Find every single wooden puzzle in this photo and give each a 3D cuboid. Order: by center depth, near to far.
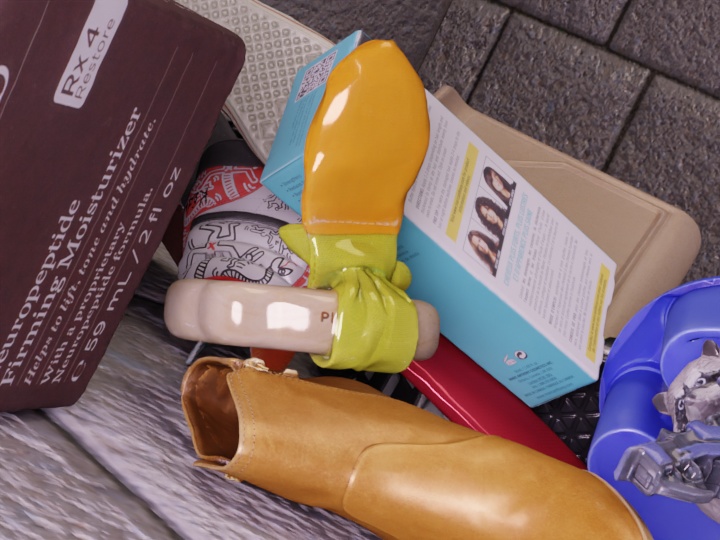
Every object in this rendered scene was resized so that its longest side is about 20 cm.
[{"bbox_3d":[0.099,-0.023,1.110,0.199,0.037,0.185,31,38,10],"label":"wooden puzzle"}]

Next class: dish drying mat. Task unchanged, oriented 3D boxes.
[{"bbox_3d":[0.085,0.094,0.909,0.200,0.018,0.077,45,17,3],"label":"dish drying mat"}]

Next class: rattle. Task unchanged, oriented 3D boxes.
[{"bbox_3d":[-0.032,-0.018,0.843,0.129,0.144,0.200,-11,2,-4],"label":"rattle"}]

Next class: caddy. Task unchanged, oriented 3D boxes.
[{"bbox_3d":[0.208,0.094,0.901,0.199,0.142,0.105,37,22,8],"label":"caddy"}]

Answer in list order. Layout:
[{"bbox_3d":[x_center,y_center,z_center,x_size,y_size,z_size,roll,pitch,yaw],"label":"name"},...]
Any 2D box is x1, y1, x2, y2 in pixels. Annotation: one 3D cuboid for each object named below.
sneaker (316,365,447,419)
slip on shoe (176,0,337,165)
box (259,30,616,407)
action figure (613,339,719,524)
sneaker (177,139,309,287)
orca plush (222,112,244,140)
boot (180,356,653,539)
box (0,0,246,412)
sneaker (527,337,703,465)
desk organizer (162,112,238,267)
[{"bbox_3d":[0.034,0.059,1.030,0.088,0.074,0.200,25,17,-23],"label":"sneaker"},{"bbox_3d":[-0.049,-0.101,0.969,0.200,0.074,0.061,39,2,11],"label":"slip on shoe"},{"bbox_3d":[0.044,-0.022,0.904,0.200,0.049,0.083,40,45,-25],"label":"box"},{"bbox_3d":[0.178,0.114,0.759,0.199,0.105,0.194,-2,48,-34],"label":"action figure"},{"bbox_3d":[-0.001,0.000,0.976,0.199,0.109,0.067,12,-37,-2],"label":"sneaker"},{"bbox_3d":[-0.112,-0.045,1.121,0.199,0.072,0.105,-8,-32,35],"label":"orca plush"},{"bbox_3d":[0.013,0.090,0.723,0.143,0.071,0.201,17,5,-31],"label":"boot"},{"bbox_3d":[-0.172,-0.056,0.638,0.163,0.167,0.200,29,7,15],"label":"box"},{"bbox_3d":[0.178,0.073,1.000,0.198,0.072,0.083,12,24,1],"label":"sneaker"},{"bbox_3d":[-0.117,-0.055,1.049,0.201,0.077,0.072,58,41,-4],"label":"desk organizer"}]
